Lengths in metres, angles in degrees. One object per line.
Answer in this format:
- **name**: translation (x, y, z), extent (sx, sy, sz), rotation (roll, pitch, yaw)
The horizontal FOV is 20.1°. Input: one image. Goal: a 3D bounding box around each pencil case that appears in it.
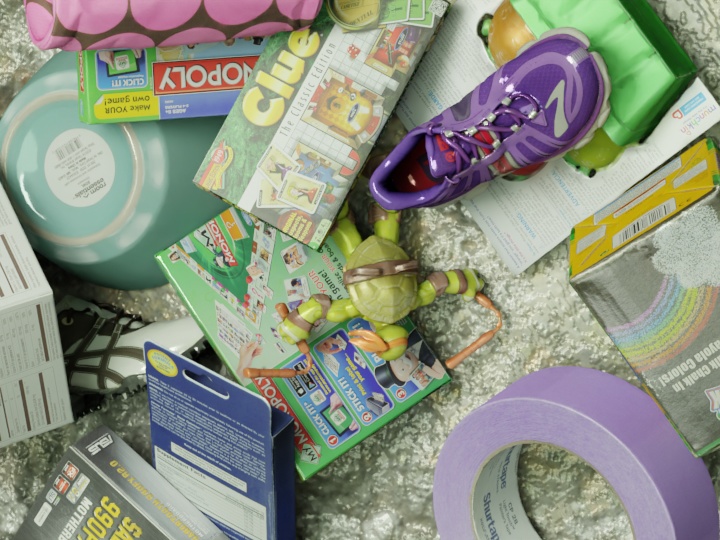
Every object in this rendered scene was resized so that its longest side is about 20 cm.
- **pencil case**: translation (-0.129, -0.202, 1.383), extent (0.091, 0.199, 0.094), rotation (110, 148, -45)

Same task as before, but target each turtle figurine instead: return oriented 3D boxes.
- **turtle figurine**: translation (0.000, 0.000, 1.473), extent (0.199, 0.064, 0.162), rotation (-12, 80, -13)

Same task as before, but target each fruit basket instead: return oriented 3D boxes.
- **fruit basket**: translation (0.132, -0.126, 1.454), extent (0.200, 0.094, 0.185), rotation (-40, 83, 32)

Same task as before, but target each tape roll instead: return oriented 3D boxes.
- **tape roll**: translation (0.150, 0.172, 1.439), extent (0.200, 0.066, 0.201), rotation (15, 118, 32)

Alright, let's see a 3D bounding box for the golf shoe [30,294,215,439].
- **golf shoe**: translation (-0.194, 0.056, 1.565), extent (0.199, 0.078, 0.095), rotation (-22, 89, 17)

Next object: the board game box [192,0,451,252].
- **board game box**: translation (-0.027, -0.125, 1.446), extent (0.105, 0.023, 0.200), rotation (28, 89, 8)

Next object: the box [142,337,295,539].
- **box**: translation (-0.103, 0.139, 1.506), extent (0.121, 0.032, 0.201), rotation (26, 137, 26)

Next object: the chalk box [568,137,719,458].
- **chalk box**: translation (0.247, 0.034, 1.393), extent (0.124, 0.124, 0.200), rotation (-33, 103, 16)

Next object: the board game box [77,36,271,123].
- **board game box**: translation (-0.105, -0.180, 1.464), extent (0.199, 0.029, 0.135), rotation (-6, 102, -21)

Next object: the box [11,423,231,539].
- **box**: translation (-0.195, 0.241, 1.570), extent (0.158, 0.048, 0.200), rotation (42, 124, 10)

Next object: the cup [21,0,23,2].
- **cup**: translation (-0.225, -0.283, 1.504), extent (0.199, 0.143, 0.201), rotation (2, 97, 17)

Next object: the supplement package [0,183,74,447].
- **supplement package**: translation (-0.302, 0.013, 1.498), extent (0.111, 0.156, 0.200), rotation (-19, 52, -16)

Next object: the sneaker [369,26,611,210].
- **sneaker**: translation (0.087, -0.090, 1.388), extent (0.200, 0.083, 0.081), rotation (-36, 86, 35)

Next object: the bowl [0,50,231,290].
- **bowl**: translation (-0.199, -0.080, 1.538), extent (0.200, 0.105, 0.202), rotation (2, 96, 18)

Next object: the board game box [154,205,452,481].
- **board game box**: translation (-0.043, 0.036, 1.513), extent (0.134, 0.029, 0.200), rotation (-33, 85, -8)
